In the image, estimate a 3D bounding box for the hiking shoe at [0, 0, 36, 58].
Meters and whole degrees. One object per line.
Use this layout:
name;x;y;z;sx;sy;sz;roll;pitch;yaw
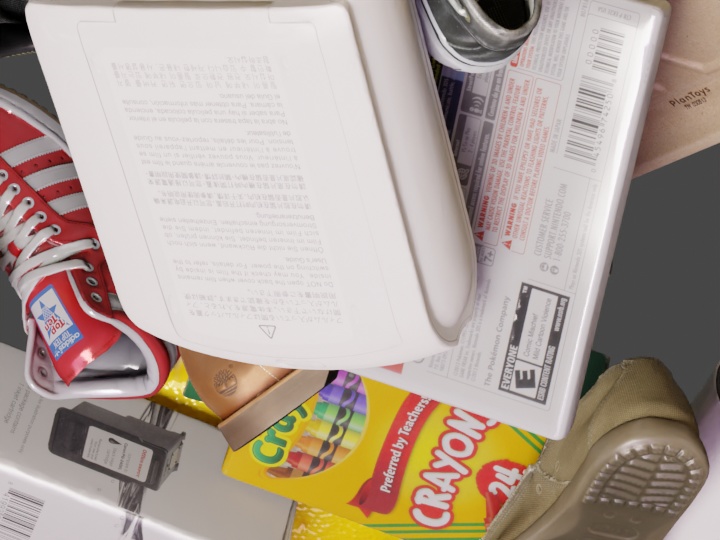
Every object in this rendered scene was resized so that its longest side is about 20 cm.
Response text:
hiking shoe;-0.190;-0.146;1.358;0.199;0.101;0.076;14;128;2

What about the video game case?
video game case;0.028;-0.045;1.302;0.181;0.023;0.201;18;110;16

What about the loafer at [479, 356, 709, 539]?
loafer;0.116;0.111;1.453;0.076;0.068;0.200;19;143;-15

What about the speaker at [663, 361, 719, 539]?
speaker;0.170;0.132;1.506;0.081;0.081;0.201;25;128;-7

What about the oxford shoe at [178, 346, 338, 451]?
oxford shoe;0.000;0.000;1.420;0.199;0.071;0.071;-36;86;-2

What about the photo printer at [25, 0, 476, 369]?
photo printer;-0.040;-0.045;1.249;0.165;0.070;0.201;2;127;26

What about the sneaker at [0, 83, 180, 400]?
sneaker;-0.164;-0.013;1.445;0.199;0.113;0.071;31;131;-9

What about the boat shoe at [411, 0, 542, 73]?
boat shoe;0.032;-0.181;1.200;0.201;0.072;0.071;67;159;-2

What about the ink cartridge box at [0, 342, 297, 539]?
ink cartridge box;-0.145;0.138;1.571;0.199;0.084;0.146;22;134;-6

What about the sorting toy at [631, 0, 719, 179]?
sorting toy;0.095;-0.124;1.317;0.200;0.037;0.185;37;144;-25

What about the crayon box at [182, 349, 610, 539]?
crayon box;0.012;0.069;1.511;0.199;0.051;0.127;20;129;-2
